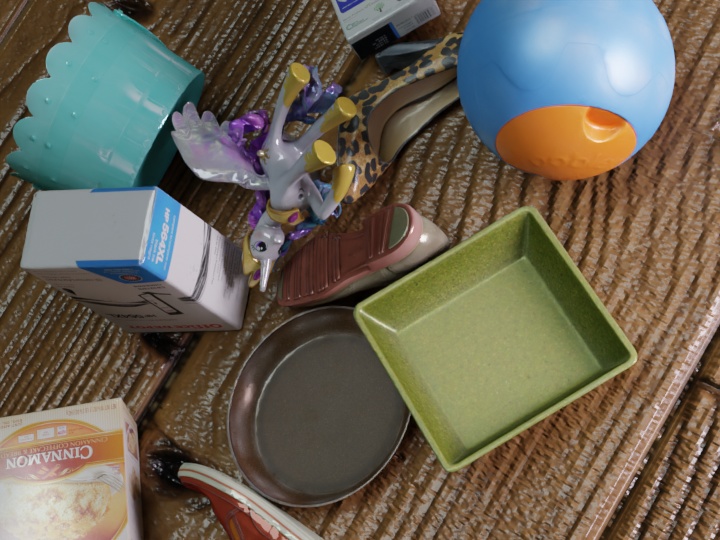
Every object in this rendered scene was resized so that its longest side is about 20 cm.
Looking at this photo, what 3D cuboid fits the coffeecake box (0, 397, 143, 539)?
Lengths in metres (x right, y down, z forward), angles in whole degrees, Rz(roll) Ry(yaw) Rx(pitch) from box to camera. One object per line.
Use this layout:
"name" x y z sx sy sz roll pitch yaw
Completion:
"coffeecake box" -0.294 0.241 1.661 0.152 0.073 0.202 -9 62 3

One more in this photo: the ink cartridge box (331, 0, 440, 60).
"ink cartridge box" 0.011 -0.316 1.797 0.099 0.039 0.201 -29 48 12

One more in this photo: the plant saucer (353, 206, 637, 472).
"plant saucer" 0.123 0.068 1.552 0.199 0.048 0.201 -30 57 -2

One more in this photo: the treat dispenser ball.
"treat dispenser ball" 0.187 -0.184 1.559 0.199 0.201 0.203 -11 63 22

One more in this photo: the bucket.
"bucket" -0.260 -0.159 1.766 0.134 0.207 0.208 28 80 1

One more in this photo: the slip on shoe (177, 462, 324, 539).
"slip on shoe" -0.103 0.241 1.591 0.199 0.074 0.061 32 87 29

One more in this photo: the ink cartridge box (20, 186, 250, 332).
"ink cartridge box" -0.217 -0.007 1.684 0.145 0.200 0.085 -2 69 26

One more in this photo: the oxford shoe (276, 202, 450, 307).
"oxford shoe" 0.000 0.000 1.653 0.199 0.074 0.071 -21 56 41

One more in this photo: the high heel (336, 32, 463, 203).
"high heel" 0.056 -0.153 1.687 0.142 0.071 0.201 1 59 34

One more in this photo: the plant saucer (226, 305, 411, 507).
"plant saucer" -0.035 0.133 1.628 0.199 0.032 0.202 -11 63 22

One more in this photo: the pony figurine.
"pony figurine" -0.081 -0.104 1.658 0.200 0.165 0.194 -52 43 41
